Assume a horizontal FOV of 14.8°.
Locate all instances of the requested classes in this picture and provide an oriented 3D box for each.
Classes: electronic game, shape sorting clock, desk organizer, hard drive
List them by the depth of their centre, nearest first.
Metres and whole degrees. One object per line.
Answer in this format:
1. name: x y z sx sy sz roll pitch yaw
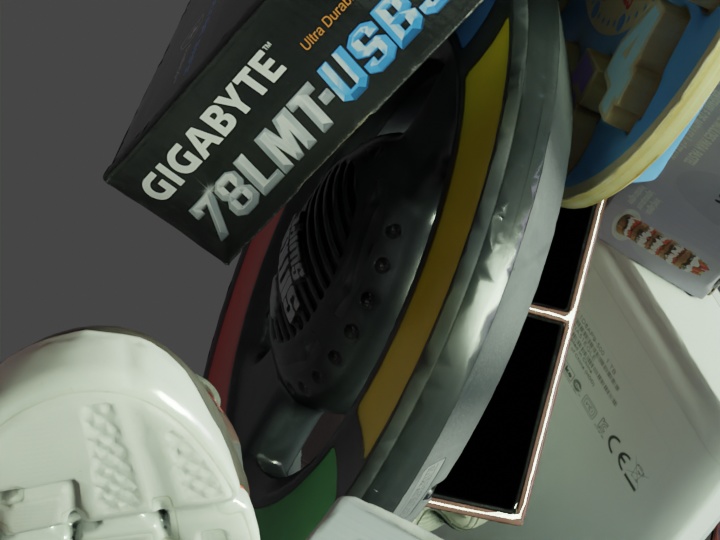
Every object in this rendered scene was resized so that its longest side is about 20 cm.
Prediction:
1. shape sorting clock: 0.085 -0.112 0.740 0.200 0.039 0.200 -57 -162 29
2. electronic game: 0.000 0.000 0.756 0.200 0.042 0.200 -55 -158 36
3. desk organizer: 0.032 -0.027 0.865 0.077 0.072 0.200 -163 -93 -70
4. hard drive: 0.069 0.055 0.963 0.132 0.027 0.200 60 -34 23

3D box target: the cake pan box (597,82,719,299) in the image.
1. cake pan box: 0.146 -0.099 0.814 0.184 0.052 0.200 -62 179 -15

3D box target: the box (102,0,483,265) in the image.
1. box: 0.025 -0.125 0.743 0.199 0.050 0.200 -45 -164 39

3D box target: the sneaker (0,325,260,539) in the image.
1. sneaker: -0.061 0.053 0.652 0.200 0.077 0.082 93 -2 -60

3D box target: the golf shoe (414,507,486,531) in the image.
1. golf shoe: 0.004 -0.009 0.950 0.097 0.078 0.200 -150 -120 -74

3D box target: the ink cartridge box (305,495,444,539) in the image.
1. ink cartridge box: -0.046 0.164 0.594 0.200 0.047 0.160 -49 162 -52
